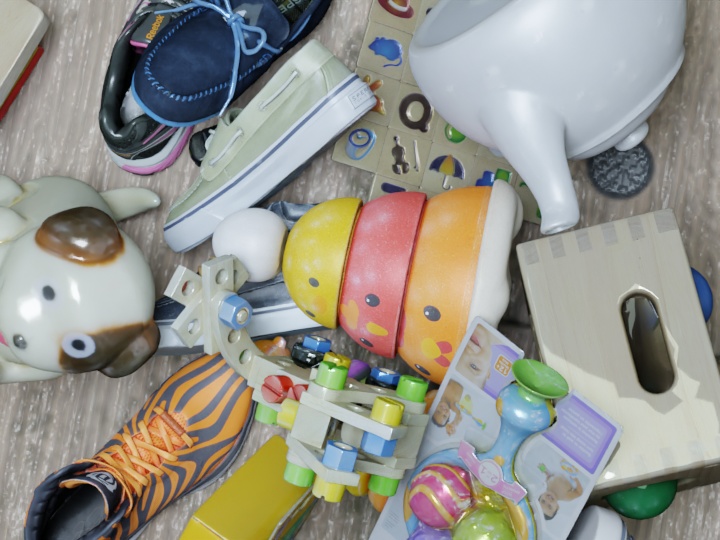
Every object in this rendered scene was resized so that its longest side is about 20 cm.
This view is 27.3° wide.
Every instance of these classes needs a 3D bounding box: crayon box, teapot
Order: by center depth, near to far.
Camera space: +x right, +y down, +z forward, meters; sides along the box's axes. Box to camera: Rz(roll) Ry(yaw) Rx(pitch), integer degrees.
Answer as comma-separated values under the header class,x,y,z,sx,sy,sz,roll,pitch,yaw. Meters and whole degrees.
class,x,y,z,sx,sy,sz,roll,pitch,yaw
crayon box,-0.088,0.192,0.961,0.052,0.126,0.200,35,117,8
teapot,0.140,-0.142,0.966,0.200,0.197,0.146,-42,108,1

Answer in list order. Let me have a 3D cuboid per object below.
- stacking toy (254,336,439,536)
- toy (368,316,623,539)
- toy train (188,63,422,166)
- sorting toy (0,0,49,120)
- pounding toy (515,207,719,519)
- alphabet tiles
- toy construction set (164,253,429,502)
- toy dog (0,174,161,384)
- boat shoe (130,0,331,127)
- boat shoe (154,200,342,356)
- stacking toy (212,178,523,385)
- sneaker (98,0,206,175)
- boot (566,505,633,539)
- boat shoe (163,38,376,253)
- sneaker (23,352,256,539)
class,x,y,z,sx,sy,sz,roll,pitch,yaw
stacking toy,0.002,0.105,1.012,0.200,0.110,0.116,30,111,17
toy,0.064,0.142,0.892,0.115,0.047,0.200,38,117,27
toy train,-0.029,-0.115,1.061,0.199,0.046,0.034,-18,83,4
sorting toy,-0.352,-0.143,1.088,0.198,0.070,0.200,31,89,8
pounding toy,0.195,0.082,0.962,0.142,0.184,0.201,-14,75,5
alphabet tiles,0.073,-0.118,1.041,0.166,0.006,0.201,16,87,-13
toy construction set,-0.038,0.072,0.912,0.200,0.131,0.092,39,110,34
toy dog,-0.203,0.011,0.987,0.193,0.200,0.140,-16,109,-23
boat shoe,-0.084,-0.172,1.007,0.084,0.069,0.200,40,47,-4
boat shoe,-0.090,0.006,1.049,0.200,0.071,0.091,-9,83,-2
stacking toy,0.000,0.000,0.976,0.199,0.146,0.147,9,86,6
sneaker,-0.133,-0.168,1.057,0.080,0.086,0.201,14,86,6
boot,0.161,0.217,0.945,0.090,0.200,0.073,21,59,4
boat shoe,-0.072,-0.083,1.016,0.200,0.072,0.062,-37,91,31
sneaker,-0.149,0.135,1.017,0.078,0.112,0.200,41,88,8
